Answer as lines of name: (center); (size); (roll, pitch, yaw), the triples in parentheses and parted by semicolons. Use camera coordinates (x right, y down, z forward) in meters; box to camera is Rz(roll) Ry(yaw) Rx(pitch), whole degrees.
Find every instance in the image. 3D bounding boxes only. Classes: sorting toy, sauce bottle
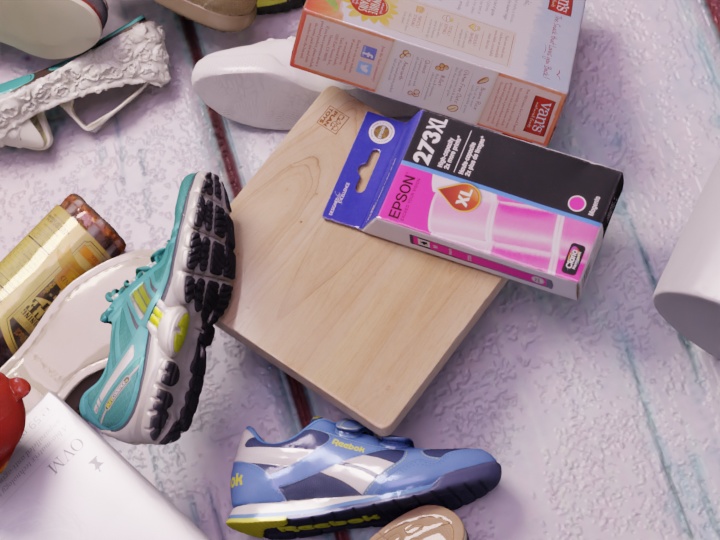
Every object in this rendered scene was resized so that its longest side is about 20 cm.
sorting toy: (0.000, 0.000, 1.552); (0.198, 0.070, 0.200); (33, 72, 19)
sauce bottle: (-0.264, 0.032, 1.596); (0.066, 0.066, 0.200); (40, 84, 20)

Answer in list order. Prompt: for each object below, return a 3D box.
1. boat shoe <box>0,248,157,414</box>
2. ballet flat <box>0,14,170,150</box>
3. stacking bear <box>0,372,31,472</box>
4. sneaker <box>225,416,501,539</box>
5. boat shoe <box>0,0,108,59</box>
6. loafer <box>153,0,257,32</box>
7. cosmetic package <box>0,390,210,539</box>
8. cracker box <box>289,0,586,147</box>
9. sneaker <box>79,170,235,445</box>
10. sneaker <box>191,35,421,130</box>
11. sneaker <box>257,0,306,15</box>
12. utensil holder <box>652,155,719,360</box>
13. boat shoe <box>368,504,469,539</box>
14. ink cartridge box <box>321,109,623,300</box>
boat shoe: (-0.211, 0.064, 1.573); (0.072, 0.060, 0.200); (43, 83, 8)
ballet flat: (-0.237, -0.132, 1.651); (0.199, 0.072, 0.072); (-24, 68, 2)
stacking bear: (-0.312, 0.105, 1.453); (0.199, 0.114, 0.121); (-4, 24, 35)
sneaker: (0.000, 0.139, 1.507); (0.199, 0.074, 0.083); (-7, 67, 6)
boat shoe: (-0.266, -0.209, 1.652); (0.199, 0.071, 0.063); (5, 42, 39)
loafer: (-0.165, -0.249, 1.613); (0.199, 0.068, 0.076); (20, 30, -8)
cosmetic package: (-0.204, 0.232, 1.482); (0.200, 0.123, 0.199); (40, 81, 19)
cracker box: (0.060, -0.178, 1.563); (0.199, 0.058, 0.134); (17, 41, 0)
sneaker: (-0.143, 0.021, 1.483); (0.079, 0.078, 0.201); (11, 75, 23)
sneaker: (-0.029, -0.163, 1.629); (0.199, 0.075, 0.089); (-1, 60, 1)
sneaker: (-0.030, -0.259, 1.653); (0.199, 0.076, 0.076); (-18, 70, 5)
utensil holder: (0.313, -0.032, 1.466); (0.169, 0.170, 0.201); (26, 79, 17)
boat shoe: (0.012, 0.255, 1.468); (0.072, 0.065, 0.200); (25, 77, 37)
ink cartridge box: (0.079, -0.054, 1.513); (0.199, 0.037, 0.095); (17, 67, 15)
